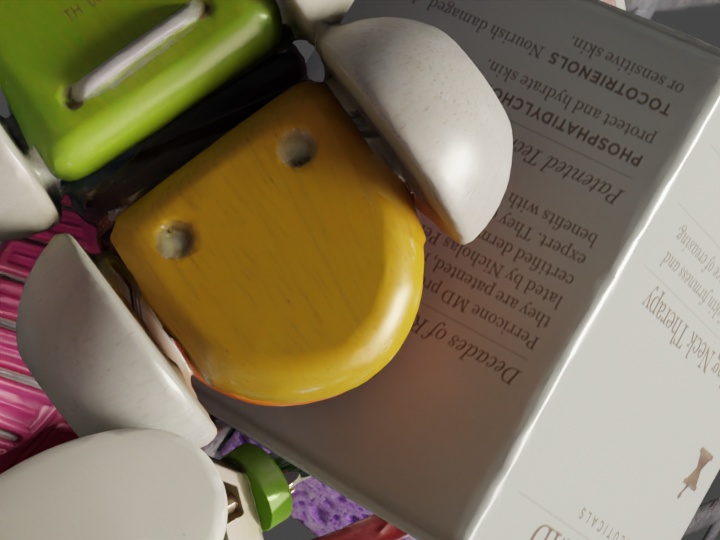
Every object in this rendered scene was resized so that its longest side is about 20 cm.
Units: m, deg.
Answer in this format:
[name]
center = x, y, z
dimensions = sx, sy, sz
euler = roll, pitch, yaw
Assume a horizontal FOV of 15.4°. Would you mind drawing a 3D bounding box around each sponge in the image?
[sponge]
center = 0.011, 0.126, 1.365
dimensions = 0.030, 0.111, 0.200
euler = -57, 158, 3

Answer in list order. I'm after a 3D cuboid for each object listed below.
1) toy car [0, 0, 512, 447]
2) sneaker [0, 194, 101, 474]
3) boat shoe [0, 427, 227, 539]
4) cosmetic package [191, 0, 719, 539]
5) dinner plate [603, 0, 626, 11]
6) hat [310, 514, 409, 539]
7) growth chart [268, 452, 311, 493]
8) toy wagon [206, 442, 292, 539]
[toy car]
center = -0.054, -0.041, 0.904
dimensions = 0.175, 0.201, 0.150
euler = -36, 173, -2
[sneaker]
center = -0.149, 0.056, 0.991
dimensions = 0.081, 0.088, 0.201
euler = 33, 72, -41
[boat shoe]
center = -0.120, 0.130, 0.829
dimensions = 0.200, 0.072, 0.069
euler = -48, 167, -12
[cosmetic package]
center = 0.056, 0.007, 1.024
dimensions = 0.201, 0.166, 0.167
euler = -60, 148, -4
[dinner plate]
center = 0.049, -0.054, 1.145
dimensions = 0.200, 0.024, 0.201
euler = -33, 135, -39
[hat]
center = -0.102, 0.120, 1.090
dimensions = 0.200, 0.165, 0.177
euler = 31, 81, -50
[growth chart]
center = -0.019, 0.079, 1.215
dimensions = 0.199, 0.018, 0.145
euler = -26, -175, -26
[toy wagon]
center = -0.084, 0.160, 0.976
dimensions = 0.155, 0.039, 0.201
euler = -29, 121, -29
